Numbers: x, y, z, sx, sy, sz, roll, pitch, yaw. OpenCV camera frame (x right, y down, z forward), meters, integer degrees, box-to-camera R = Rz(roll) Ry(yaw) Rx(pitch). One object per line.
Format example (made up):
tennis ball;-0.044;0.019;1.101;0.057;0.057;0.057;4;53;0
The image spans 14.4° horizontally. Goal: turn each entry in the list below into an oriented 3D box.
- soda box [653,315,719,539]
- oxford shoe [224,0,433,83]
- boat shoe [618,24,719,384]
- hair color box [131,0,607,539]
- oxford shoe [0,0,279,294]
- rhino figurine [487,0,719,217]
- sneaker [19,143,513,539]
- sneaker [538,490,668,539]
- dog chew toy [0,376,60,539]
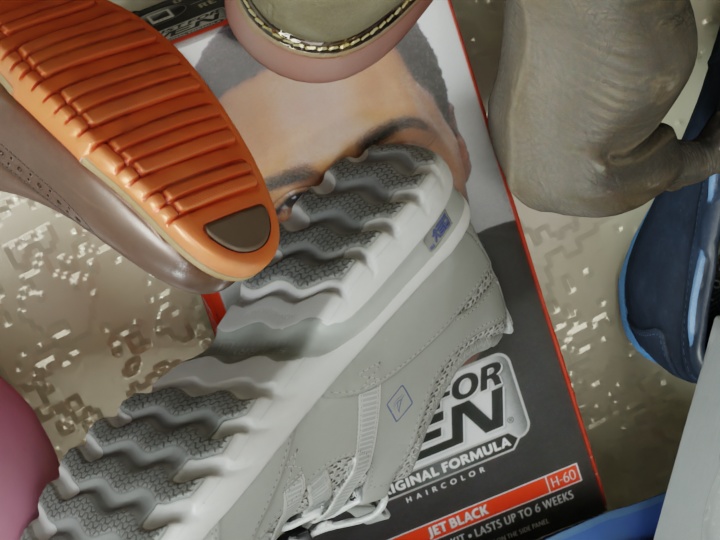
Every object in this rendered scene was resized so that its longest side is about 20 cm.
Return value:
soda box;0.125;0.117;0.880;0.063;0.068;0.201;19;83;-25
oxford shoe;0.034;-0.144;0.836;0.071;0.074;0.200;31;68;5
boat shoe;0.153;-0.052;0.930;0.084;0.069;0.201;12;104;-18
hair color box;0.000;0.000;0.911;0.101;0.061;0.201;-22;110;-7
oxford shoe;-0.107;-0.049;0.831;0.200;0.071;0.073;41;118;19
rhino figurine;0.077;-0.097;0.829;0.087;0.060;0.201;-27;137;-26
sneaker;-0.022;0.059;0.832;0.200;0.075;0.082;-48;120;-15
sneaker;0.091;0.119;0.930;0.199;0.070;0.078;-17;77;-31
dog chew toy;-0.176;0.040;0.852;0.124;0.125;0.200;-34;105;-2
